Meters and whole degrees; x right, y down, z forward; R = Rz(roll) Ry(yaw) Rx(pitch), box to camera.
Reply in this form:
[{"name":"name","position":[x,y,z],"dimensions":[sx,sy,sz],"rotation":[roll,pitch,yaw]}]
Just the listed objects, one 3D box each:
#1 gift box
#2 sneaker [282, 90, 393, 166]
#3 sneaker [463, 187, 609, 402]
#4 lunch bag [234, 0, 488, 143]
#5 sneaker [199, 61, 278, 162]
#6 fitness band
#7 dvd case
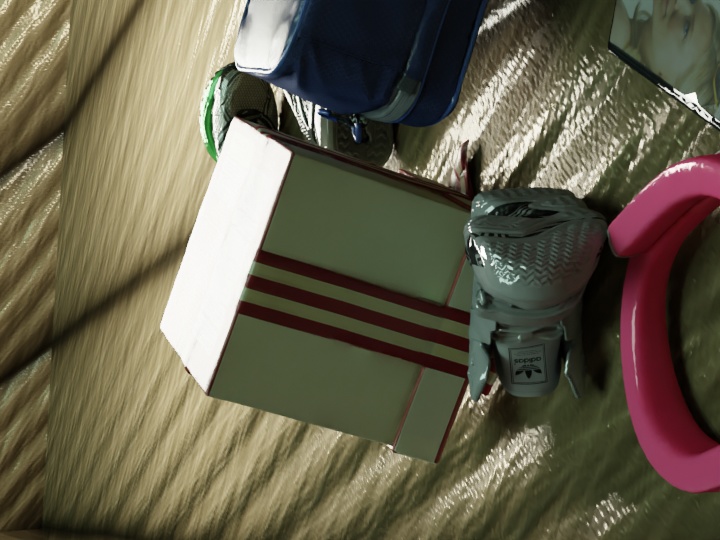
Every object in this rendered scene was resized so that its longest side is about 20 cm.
[{"name":"gift box","position":[0.000,0.000,1.028],"dimensions":[0.200,0.187,0.185],"rotation":[-67,22,11]},{"name":"sneaker","position":[-0.020,-0.181,1.229],"dimensions":[0.114,0.076,0.200],"rotation":[-146,51,-60]},{"name":"sneaker","position":[0.095,0.022,0.861],"dimensions":[0.200,0.075,0.115],"rotation":[-76,-17,-79]},{"name":"lunch bag","position":[0.014,-0.177,0.971],"dimensions":[0.136,0.132,0.200],"rotation":[-148,73,-69]},{"name":"sneaker","position":[-0.099,-0.100,1.504],"dimensions":[0.085,0.078,0.200],"rotation":[-152,53,-62]},{"name":"fitness band","position":[0.162,0.025,0.727],"dimensions":[0.200,0.037,0.144],"rotation":[122,138,-69]},{"name":"dvd case","position":[0.174,-0.138,0.734],"dimensions":[0.200,0.018,0.143],"rotation":[-125,38,-58]}]
